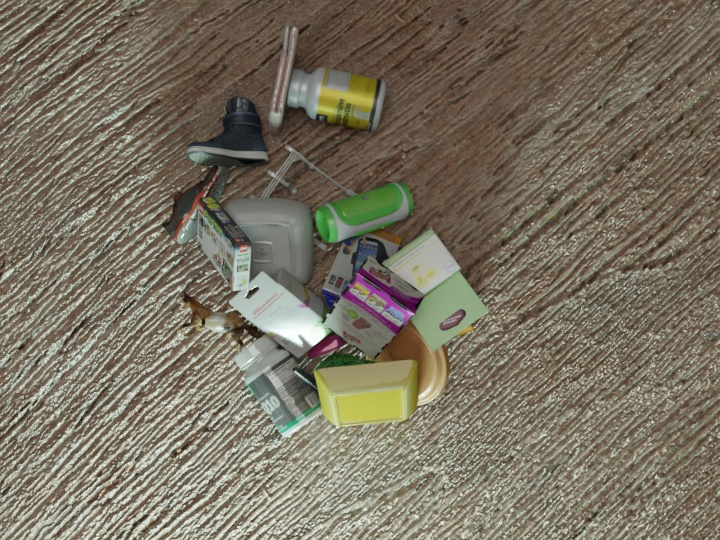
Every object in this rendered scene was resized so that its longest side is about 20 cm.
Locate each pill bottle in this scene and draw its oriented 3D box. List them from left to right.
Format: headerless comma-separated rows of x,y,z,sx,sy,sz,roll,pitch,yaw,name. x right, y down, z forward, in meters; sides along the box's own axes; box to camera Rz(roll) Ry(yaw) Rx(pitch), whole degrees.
-0.173,0.239,1.668,0.113,0.113,0.200,-36,86,0,pill bottle
-0.052,-0.370,1.688,0.200,0.112,0.112,11,88,-3,pill bottle

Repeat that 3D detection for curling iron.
-0.070,0.261,1.658,0.026,0.050,0.200,-37,117,12,curling iron

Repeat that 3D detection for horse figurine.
-0.303,0.114,1.686,0.200,0.133,0.050,15,108,-5,horse figurine

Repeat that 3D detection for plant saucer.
0.017,0.252,1.559,0.200,0.200,0.048,-6,55,0,plant saucer
0.092,0.187,1.648,0.200,0.032,0.201,10,107,34,plant saucer

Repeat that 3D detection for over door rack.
-0.120,-0.157,1.715,0.200,0.067,0.148,35,90,-9,over door rack

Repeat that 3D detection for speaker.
0.009,-0.123,1.666,0.200,0.088,0.089,-20,86,-22,speaker

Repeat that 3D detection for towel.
-0.164,-0.394,1.656,0.032,0.200,0.191,11,87,-6,towel

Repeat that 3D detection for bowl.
-0.202,-0.049,1.667,0.200,0.075,0.200,2,110,5,bowl

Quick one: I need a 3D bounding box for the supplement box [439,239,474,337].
0.164,0.045,1.669,0.086,0.110,0.200,-19,87,0,supplement box

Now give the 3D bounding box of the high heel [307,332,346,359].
-0.043,0.106,1.689,0.200,0.067,0.096,-32,96,-5,high heel

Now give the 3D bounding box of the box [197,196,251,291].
-0.280,-0.057,1.606,0.035,0.200,0.110,-11,127,-29,box

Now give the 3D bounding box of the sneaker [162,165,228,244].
-0.365,-0.159,1.716,0.082,0.077,0.200,32,86,13,sneaker

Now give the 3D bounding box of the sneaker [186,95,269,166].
-0.290,-0.298,1.676,0.077,0.202,0.146,-11,86,41,sneaker

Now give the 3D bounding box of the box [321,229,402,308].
0.000,0.000,1.678,0.119,0.041,0.200,21,65,4,box

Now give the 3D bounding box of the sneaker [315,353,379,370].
-0.036,0.209,1.640,0.084,0.200,0.074,5,82,-39,sneaker

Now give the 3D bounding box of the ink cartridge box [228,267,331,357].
-0.162,0.077,1.645,0.117,0.067,0.200,-40,113,22,ink cartridge box

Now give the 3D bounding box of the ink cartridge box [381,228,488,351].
0.143,0.039,1.582,0.145,0.048,0.200,-35,78,-1,ink cartridge box

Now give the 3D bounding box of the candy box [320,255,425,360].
0.022,0.077,1.554,0.136,0.200,0.061,36,49,-1,candy box
